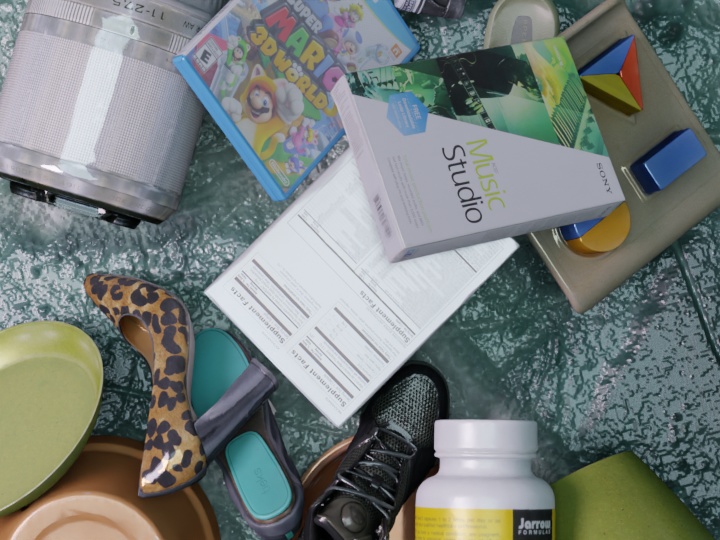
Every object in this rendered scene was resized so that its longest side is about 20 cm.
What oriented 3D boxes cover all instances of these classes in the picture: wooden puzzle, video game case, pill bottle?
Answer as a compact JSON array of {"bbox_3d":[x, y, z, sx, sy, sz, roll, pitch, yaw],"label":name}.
[{"bbox_3d":[0.199,-0.095,1.584,0.185,0.046,0.201,-37,103,-18],"label":"wooden puzzle"},{"bbox_3d":[-0.046,-0.173,1.560,0.200,0.018,0.143,-50,116,-31],"label":"video game case"},{"bbox_3d":[0.097,0.217,1.528,0.111,0.111,0.201,0,85,-1],"label":"pill bottle"}]

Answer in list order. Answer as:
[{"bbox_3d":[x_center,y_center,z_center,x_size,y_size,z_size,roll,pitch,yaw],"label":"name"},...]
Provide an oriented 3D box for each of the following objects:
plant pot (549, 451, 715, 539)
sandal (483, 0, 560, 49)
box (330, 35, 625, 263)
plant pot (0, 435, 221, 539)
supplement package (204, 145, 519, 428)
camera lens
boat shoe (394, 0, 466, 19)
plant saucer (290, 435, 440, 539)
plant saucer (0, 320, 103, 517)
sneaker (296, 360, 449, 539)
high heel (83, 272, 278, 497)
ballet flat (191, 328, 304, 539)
[{"bbox_3d":[0.221,0.255,1.571,0.186,0.187,0.201,-24,74,-1],"label":"plant pot"},{"bbox_3d":[0.128,-0.133,1.615,0.079,0.057,0.202,0,90,-1],"label":"sandal"},{"bbox_3d":[0.091,-0.095,1.489,0.199,0.036,0.145,-13,75,-27],"label":"box"},{"bbox_3d":[-0.212,0.238,1.565,0.199,0.140,0.201,0,91,-2],"label":"plant pot"},{"bbox_3d":[0.000,0.000,1.564,0.200,0.152,0.151,-45,90,-2],"label":"supplement package"},{"bbox_3d":[-0.201,-0.143,1.556,0.159,0.160,0.201,16,89,-1],"label":"camera lens"},{"bbox_3d":[0.078,-0.307,1.607,0.068,0.074,0.201,11,83,-10],"label":"boat shoe"},{"bbox_3d":[0.031,0.229,1.622,0.199,0.037,0.201,0,89,-1],"label":"plant saucer"},{"bbox_3d":[-0.285,0.127,1.561,0.200,0.200,0.031,-35,130,-1],"label":"plant saucer"},{"bbox_3d":[0.014,0.165,1.549,0.076,0.114,0.200,33,87,-3],"label":"sneaker"},{"bbox_3d":[-0.183,0.087,1.565,0.200,0.072,0.143,32,64,24],"label":"high heel"},{"bbox_3d":[-0.093,0.139,1.594,0.073,0.073,0.201,-25,54,-1],"label":"ballet flat"}]
